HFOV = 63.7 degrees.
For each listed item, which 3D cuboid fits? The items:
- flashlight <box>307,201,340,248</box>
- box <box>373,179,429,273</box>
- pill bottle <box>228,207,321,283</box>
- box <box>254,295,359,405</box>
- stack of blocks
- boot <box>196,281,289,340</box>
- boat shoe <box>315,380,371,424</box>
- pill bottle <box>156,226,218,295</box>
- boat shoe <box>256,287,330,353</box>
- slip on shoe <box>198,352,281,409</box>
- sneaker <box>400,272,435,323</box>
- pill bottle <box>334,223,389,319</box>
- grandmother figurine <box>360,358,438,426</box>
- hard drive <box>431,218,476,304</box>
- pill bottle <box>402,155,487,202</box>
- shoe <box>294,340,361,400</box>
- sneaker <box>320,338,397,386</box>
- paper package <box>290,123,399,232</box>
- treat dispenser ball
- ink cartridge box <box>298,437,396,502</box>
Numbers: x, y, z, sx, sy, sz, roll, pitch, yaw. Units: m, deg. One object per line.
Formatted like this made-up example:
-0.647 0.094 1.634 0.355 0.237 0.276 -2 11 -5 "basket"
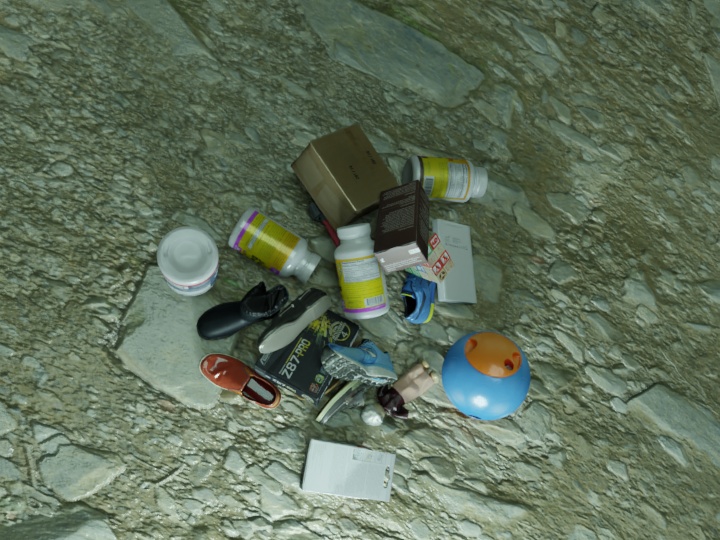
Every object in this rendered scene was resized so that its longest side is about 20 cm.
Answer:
-0.061 -0.078 1.392 0.068 0.068 0.200 -24 80 -43 "flashlight"
0.094 -0.098 1.268 0.075 0.100 0.200 55 31 -38 "box"
-0.193 -0.052 1.328 0.200 0.104 0.104 32 73 -5 "pill bottle"
-0.116 0.174 1.293 0.161 0.049 0.200 26 61 11 "box"
0.109 -0.050 1.356 0.059 0.200 0.115 -50 131 -16 "stack of blocks"
-0.257 0.086 1.249 0.199 0.168 0.077 -16 81 -16 "boot"
-0.015 0.280 1.316 0.066 0.072 0.201 45 70 4 "boat shoe"
-0.361 -0.011 1.228 0.119 0.200 0.120 3 77 -13 "pill bottle"
-0.153 0.107 1.268 0.200 0.067 0.057 -36 53 -27 "boat shoe"
-0.262 0.240 1.272 0.200 0.061 0.074 31 74 -4 "slip on shoe"
0.137 0.027 1.400 0.078 0.066 0.201 15 74 -42 "sneaker"
0.000 0.000 1.290 0.104 0.104 0.201 -11 98 -16 "pill bottle"
0.089 0.294 1.351 0.200 0.061 0.121 -33 59 -15 "grandmother figurine"
0.233 -0.019 1.437 0.132 0.027 0.201 8 73 -43 "hard drive"
0.214 -0.229 1.464 0.199 0.109 0.110 2 77 -14 "pill bottle"
-0.062 0.235 1.323 0.200 0.053 0.070 -31 68 -18 "shoe"
-0.007 0.191 1.265 0.200 0.078 0.090 26 48 -38 "sneaker"
-0.032 -0.222 1.377 0.190 0.103 0.200 -33 87 -42 "paper package"
0.287 0.240 1.332 0.200 0.201 0.202 3 77 -13 "treat dispenser ball"
-0.028 0.444 1.290 0.199 0.050 0.109 13 75 -12 "ink cartridge box"
